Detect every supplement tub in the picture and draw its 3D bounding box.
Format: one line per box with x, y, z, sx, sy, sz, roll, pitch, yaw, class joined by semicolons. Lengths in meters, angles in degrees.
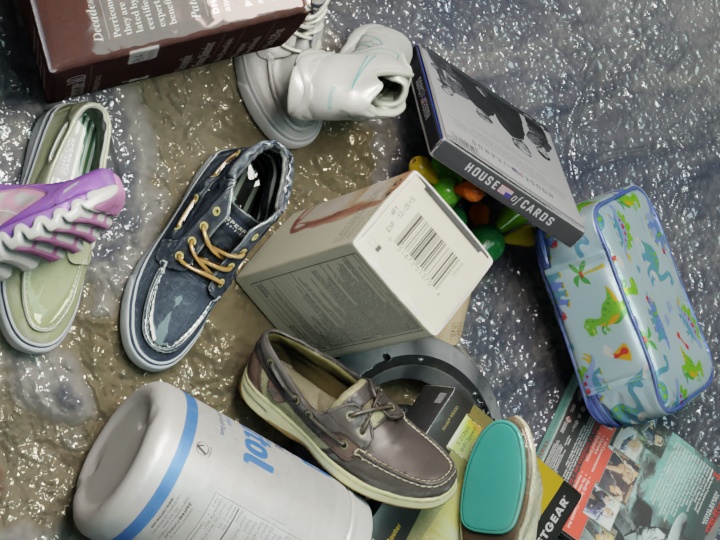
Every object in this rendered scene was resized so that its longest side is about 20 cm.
-0.106;0.184;1.462;0.200;0.132;0.132;32;68;-22;supplement tub

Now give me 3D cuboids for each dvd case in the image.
0.111;-0.109;1.615;0.150;0.200;0.025;32;112;-20;dvd case
0.241;0.200;1.720;0.200;0.022;0.146;35;66;-19;dvd case

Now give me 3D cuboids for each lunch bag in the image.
0.233;0.032;1.681;0.161;0.082;0.200;-25;95;-59;lunch bag

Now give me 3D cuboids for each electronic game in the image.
0.034;0.151;1.597;0.200;0.042;0.201;0;89;-27;electronic game

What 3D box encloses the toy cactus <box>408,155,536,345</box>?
0.083;-0.019;1.624;0.200;0.102;0.166;-11;106;-53;toy cactus

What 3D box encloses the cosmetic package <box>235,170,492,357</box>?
0.000;0.000;1.512;0.103;0.200;0.087;48;62;-16;cosmetic package

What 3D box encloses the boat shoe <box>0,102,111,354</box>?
-0.235;-0.037;1.463;0.072;0.062;0.201;12;77;-27;boat shoe

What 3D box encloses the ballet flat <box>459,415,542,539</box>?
0.113;0.215;1.530;0.062;0.067;0.201;10;88;-55;ballet flat

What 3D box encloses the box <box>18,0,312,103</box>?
-0.161;-0.238;1.450;0.200;0.166;0.165;-16;90;-10;box

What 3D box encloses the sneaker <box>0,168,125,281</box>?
-0.272;-0.038;1.403;0.200;0.080;0.089;-24;75;5;sneaker

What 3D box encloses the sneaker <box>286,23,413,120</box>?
0.010;-0.154;1.575;0.200;0.080;0.071;-38;138;-62;sneaker

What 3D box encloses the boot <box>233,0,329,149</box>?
-0.059;-0.205;1.572;0.073;0.096;0.201;-14;89;-30;boot

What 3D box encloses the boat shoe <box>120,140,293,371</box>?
-0.122;-0.016;1.508;0.071;0.091;0.201;31;68;-22;boat shoe

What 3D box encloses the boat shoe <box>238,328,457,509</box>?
-0.010;0.115;1.496;0.200;0.065;0.073;29;43;18;boat shoe

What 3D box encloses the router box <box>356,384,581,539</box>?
0.068;0.219;1.561;0.157;0.052;0.200;40;73;-22;router box
